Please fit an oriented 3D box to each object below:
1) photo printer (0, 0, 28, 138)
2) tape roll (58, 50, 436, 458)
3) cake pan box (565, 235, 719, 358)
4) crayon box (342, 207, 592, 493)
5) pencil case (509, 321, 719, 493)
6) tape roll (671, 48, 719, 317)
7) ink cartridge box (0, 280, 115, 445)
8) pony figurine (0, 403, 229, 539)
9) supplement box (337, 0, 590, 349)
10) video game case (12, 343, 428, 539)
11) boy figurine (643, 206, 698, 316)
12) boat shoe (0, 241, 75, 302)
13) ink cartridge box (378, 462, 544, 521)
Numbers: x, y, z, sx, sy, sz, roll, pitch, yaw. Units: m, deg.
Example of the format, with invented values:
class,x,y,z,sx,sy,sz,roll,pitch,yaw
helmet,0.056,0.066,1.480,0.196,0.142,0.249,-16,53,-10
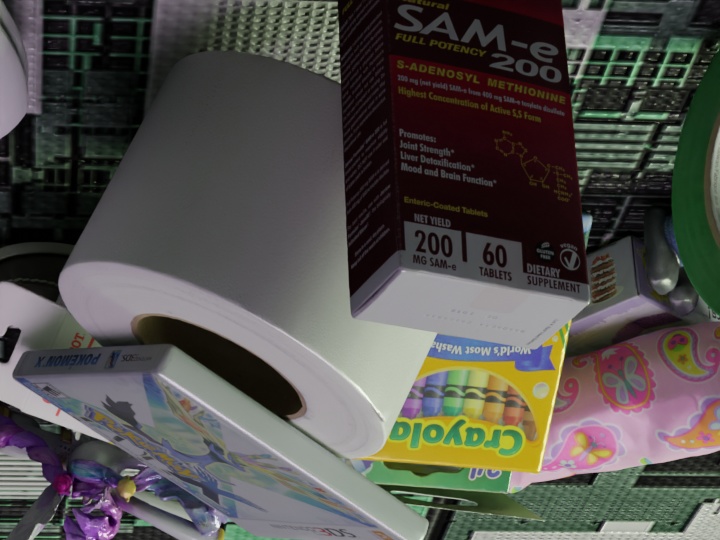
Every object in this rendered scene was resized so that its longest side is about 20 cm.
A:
class,x,y,z,sx,sy,sz,roll,pitch,yaw
photo printer,-0.278,-0.114,1.265,0.198,0.070,0.167,-9,152,12
tape roll,-0.048,-0.006,1.342,0.202,0.140,0.203,24,159,10
cake pan box,0.164,0.055,1.667,0.199,0.053,0.184,-23,145,36
crayon box,0.059,0.049,1.499,0.125,0.202,0.052,5,-163,-16
pencil case,0.171,0.087,1.590,0.199,0.088,0.087,-16,151,26
tape roll,0.248,-0.058,1.277,0.048,0.202,0.200,17,148,-35
ink cartridge box,-0.133,0.050,1.493,0.199,0.068,0.117,21,137,-11
pony figurine,-0.187,0.139,1.695,0.199,0.168,0.193,19,179,-9
supplement box,0.050,-0.069,1.237,0.108,0.201,0.061,10,150,-24
video game case,-0.084,0.103,1.417,0.200,0.022,0.182,37,158,-26
boy figurine,0.279,-0.025,1.503,0.199,0.065,0.124,-11,150,24
boat shoe,-0.165,0.038,1.590,0.072,0.061,0.201,-20,149,32
ink cartridge box,0.029,0.121,1.681,0.144,0.048,0.200,9,-177,-20
